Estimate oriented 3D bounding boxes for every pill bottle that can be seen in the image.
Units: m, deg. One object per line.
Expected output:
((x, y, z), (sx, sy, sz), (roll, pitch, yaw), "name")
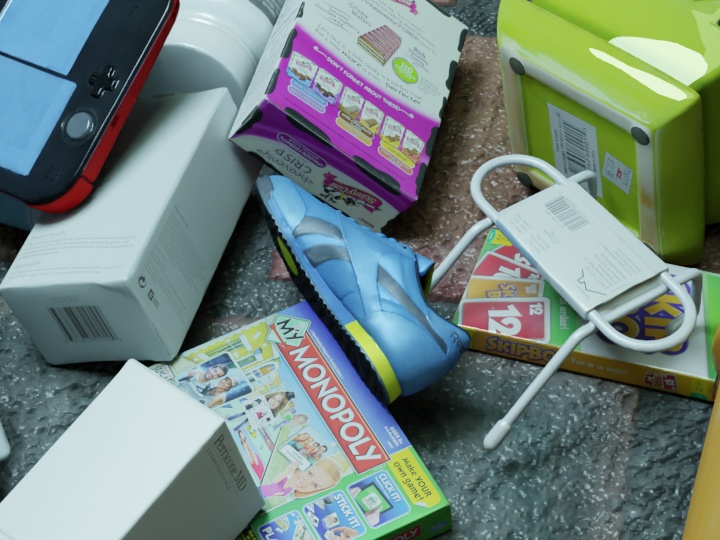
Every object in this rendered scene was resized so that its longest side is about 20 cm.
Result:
((-0.103, -0.205, 1.334), (0.113, 0.114, 0.201), (9, 48, 14), "pill bottle")

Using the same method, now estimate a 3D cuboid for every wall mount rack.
((0.120, 0.018, 1.097), (0.173, 0.075, 0.200), (-26, 50, -18), "wall mount rack")

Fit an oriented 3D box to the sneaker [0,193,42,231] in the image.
((-0.256, -0.128, 1.256), (0.130, 0.080, 0.201), (8, 81, 20), "sneaker")

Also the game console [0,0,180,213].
((-0.237, -0.142, 1.193), (0.199, 0.031, 0.178), (22, 84, 33), "game console")

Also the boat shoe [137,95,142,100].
((-0.239, -0.166, 1.343), (0.199, 0.072, 0.059), (30, 41, 22), "boat shoe")

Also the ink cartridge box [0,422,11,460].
((-0.340, 0.056, 1.021), (0.199, 0.043, 0.197), (-19, 89, -19), "ink cartridge box")

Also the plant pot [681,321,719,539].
((0.274, 0.116, 0.950), (0.199, 0.200, 0.184), (21, 68, 24), "plant pot")

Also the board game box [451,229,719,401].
((0.170, 0.030, 1.142), (0.199, 0.030, 0.096), (13, 50, 15), "board game box")

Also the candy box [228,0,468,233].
((-0.005, -0.141, 1.253), (0.136, 0.061, 0.201), (34, 47, -16), "candy box")

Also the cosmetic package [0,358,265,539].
((-0.157, 0.166, 0.972), (0.085, 0.108, 0.200), (29, 67, 30), "cosmetic package")

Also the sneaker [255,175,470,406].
((0.000, 0.000, 1.115), (0.078, 0.066, 0.200), (-31, 56, -10), "sneaker")

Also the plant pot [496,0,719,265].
((0.209, -0.136, 1.183), (0.199, 0.201, 0.181), (34, 66, 32), "plant pot")

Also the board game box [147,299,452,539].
((-0.046, 0.114, 1.083), (0.134, 0.029, 0.200), (-23, 49, -14), "board game box")

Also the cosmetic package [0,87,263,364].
((-0.157, -0.034, 1.183), (0.112, 0.081, 0.201), (-3, 43, 28), "cosmetic package")
